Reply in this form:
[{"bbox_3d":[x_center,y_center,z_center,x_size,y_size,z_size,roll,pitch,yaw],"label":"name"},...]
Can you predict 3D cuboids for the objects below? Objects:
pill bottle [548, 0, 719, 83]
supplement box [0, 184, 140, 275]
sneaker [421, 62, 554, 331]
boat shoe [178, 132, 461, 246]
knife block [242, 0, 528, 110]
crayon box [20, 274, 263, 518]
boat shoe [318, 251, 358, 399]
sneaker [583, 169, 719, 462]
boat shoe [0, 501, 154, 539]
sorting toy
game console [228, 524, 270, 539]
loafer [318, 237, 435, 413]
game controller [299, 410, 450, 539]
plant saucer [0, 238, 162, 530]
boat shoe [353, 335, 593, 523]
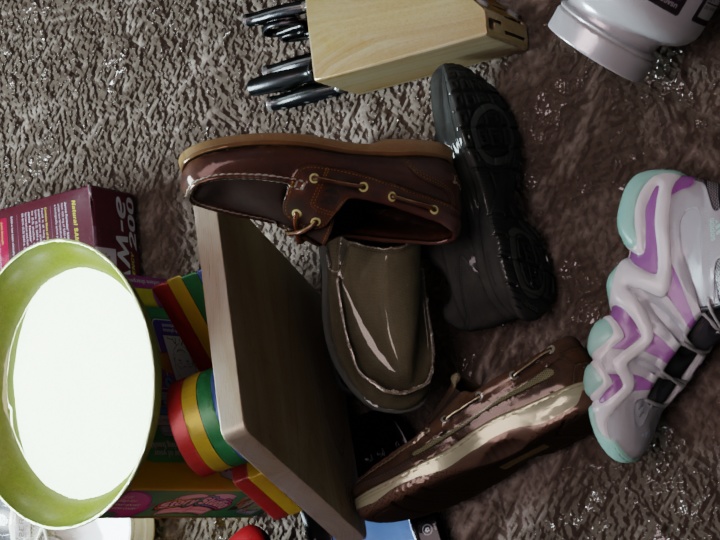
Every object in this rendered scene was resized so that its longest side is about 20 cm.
[{"bbox_3d":[0.210,-0.233,1.537,0.112,0.112,0.201,39,106,31],"label":"pill bottle"},{"bbox_3d":[-0.274,0.004,1.870,0.199,0.061,0.110,-12,79,33],"label":"supplement box"},{"bbox_3d":[0.072,-0.051,1.637,0.090,0.076,0.202,-23,70,37],"label":"sneaker"},{"bbox_3d":[-0.025,-0.052,1.556,0.070,0.198,0.071,120,148,-65],"label":"boat shoe"},{"bbox_3d":[0.005,-0.163,1.698,0.200,0.064,0.176,41,108,30],"label":"knife block"},{"bbox_3d":[-0.147,0.094,1.689,0.058,0.199,0.174,-29,69,30],"label":"crayon box"},{"bbox_3d":[0.000,0.000,1.686,0.068,0.056,0.202,-17,76,32],"label":"boat shoe"},{"bbox_3d":[0.230,0.036,1.514,0.139,0.078,0.202,8,90,35],"label":"sneaker"},{"bbox_3d":[-0.257,0.207,1.829,0.199,0.069,0.071,-3,81,33],"label":"boat shoe"},{"bbox_3d":[-0.079,0.076,1.611,0.069,0.199,0.201,-20,55,16],"label":"sorting toy"},{"bbox_3d":[-0.088,0.322,1.666,0.200,0.118,0.173,-44,38,13],"label":"game console"},{"bbox_3d":[0.008,0.003,1.620,0.070,0.075,0.202,129,128,-69],"label":"loafer"},{"bbox_3d":[0.017,0.206,1.661,0.104,0.042,0.201,-30,70,28],"label":"game controller"},{"bbox_3d":[-0.202,0.079,1.583,0.199,0.031,0.202,-1,88,41],"label":"plant saucer"},{"bbox_3d":[0.081,0.110,1.610,0.201,0.075,0.075,-26,65,13],"label":"boat shoe"}]
